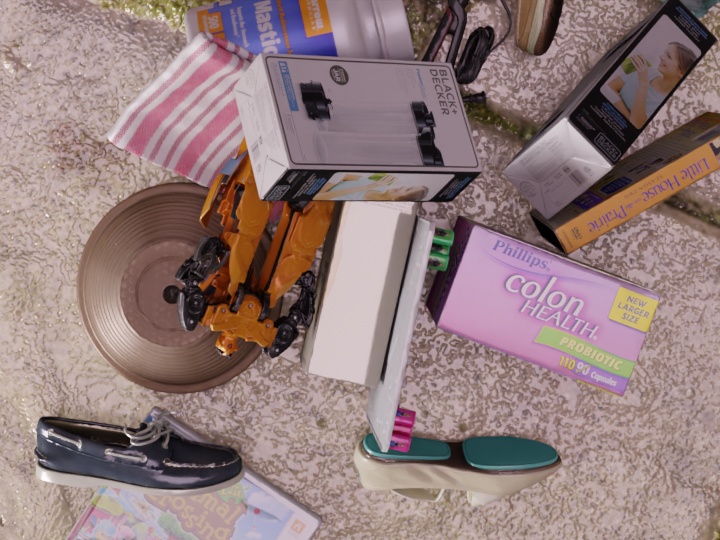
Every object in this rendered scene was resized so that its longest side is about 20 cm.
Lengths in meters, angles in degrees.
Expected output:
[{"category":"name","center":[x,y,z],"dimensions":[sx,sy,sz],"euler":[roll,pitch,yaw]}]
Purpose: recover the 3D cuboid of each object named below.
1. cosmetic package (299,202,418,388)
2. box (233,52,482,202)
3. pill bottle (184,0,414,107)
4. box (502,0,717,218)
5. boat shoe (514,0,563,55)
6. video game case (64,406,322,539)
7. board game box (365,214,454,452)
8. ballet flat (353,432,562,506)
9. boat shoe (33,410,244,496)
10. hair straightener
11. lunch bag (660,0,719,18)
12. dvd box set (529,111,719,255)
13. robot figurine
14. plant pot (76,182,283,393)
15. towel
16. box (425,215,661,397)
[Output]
[{"category":"cosmetic package","center":[0.000,0.000,1.603],"dimensions":[0.072,0.104,0.202],"euler":[13,92,-6]},{"category":"box","center":[-0.001,-0.124,1.500],"dimensions":[0.199,0.060,0.118],"euler":[0,64,-31]},{"category":"pill bottle","center":[-0.055,-0.209,1.586],"dimensions":[0.198,0.112,0.113],"euler":[-14,94,1]},{"category":"box","center":[0.224,-0.148,1.540],"dimensions":[0.060,0.117,0.200],"euler":[45,57,-3]},{"category":"boat shoe","center":[0.160,-0.303,1.611],"dimensions":[0.075,0.072,0.202],"euler":[10,83,9]},{"category":"video game case","center":[-0.167,0.261,1.658],"dimensions":[0.199,0.022,0.183],"euler":[34,92,-2]},{"category":"board game box","center":[0.043,0.052,1.558],"dimensions":[0.026,0.200,0.202],"euler":[12,93,-5]},{"category":"ballet flat","center":[0.092,0.193,1.643],"dimensions":[0.198,0.069,0.070],"euler":[5,94,1]},{"category":"boat shoe","center":[-0.207,0.168,1.607],"dimensions":[0.198,0.075,0.062],"euler":[4,104,9]},{"category":"hair straightener","center":[0.091,-0.185,1.631],"dimensions":[0.076,0.041,0.201],"euler":[25,89,-2]},{"category":"lunch bag","center":[0.278,-0.355,1.562],"dimensions":[0.199,0.122,0.171],"euler":[29,78,-7]},{"category":"dvd box set","center":[0.257,-0.083,1.580],"dimensions":[0.199,0.146,0.030],"euler":[-30,99,0]},{"category":"robot figurine","center":[-0.091,-0.020,1.538],"dimensions":[0.144,0.058,0.201],"euler":[21,92,-33]},{"category":"plant pot","center":[-0.172,0.020,1.609],"dimensions":[0.199,0.093,0.203],"euler":[0,95,-1]},{"category":"towel","center":[-0.109,-0.127,1.557],"dimensions":[0.199,0.030,0.146],"euler":[25,126,-34]},{"category":"box","center":[0.160,0.028,1.559],"dimensions":[0.175,0.200,0.097],"euler":[21,93,-3]}]
